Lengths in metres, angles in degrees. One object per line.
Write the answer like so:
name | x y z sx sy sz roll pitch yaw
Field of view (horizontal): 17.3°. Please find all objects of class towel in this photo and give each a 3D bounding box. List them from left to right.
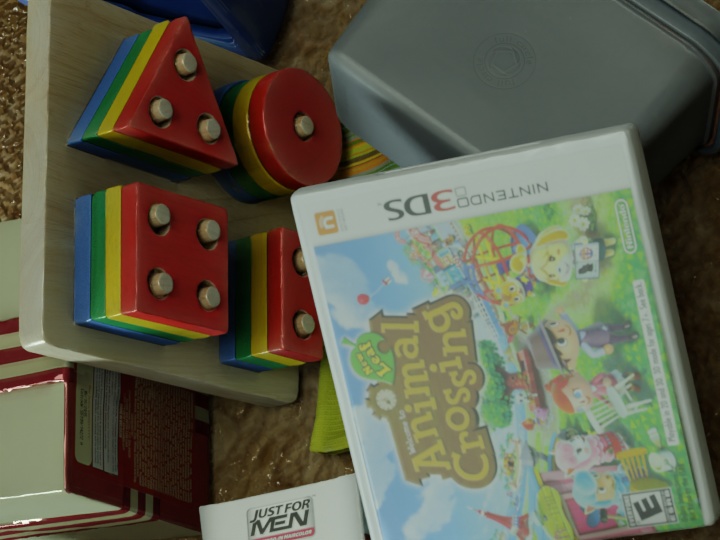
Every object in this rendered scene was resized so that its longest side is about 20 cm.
towel | 0.000 0.000 1.322 0.086 0.018 0.200 156 120 -63

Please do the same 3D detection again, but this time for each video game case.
video game case | 0.070 0.041 1.177 0.182 0.022 0.200 -10 98 23

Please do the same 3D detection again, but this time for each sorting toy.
sorting toy | -0.087 -0.042 1.292 0.070 0.200 0.199 -13 70 38

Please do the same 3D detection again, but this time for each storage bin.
storage bin | 0.084 -0.096 1.247 0.200 0.146 0.134 37 74 17

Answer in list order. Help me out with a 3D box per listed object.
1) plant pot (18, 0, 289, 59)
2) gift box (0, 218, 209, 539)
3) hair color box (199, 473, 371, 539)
plant pot | -0.138 -0.258 1.390 0.200 0.200 0.180 16 76 28
gift box | -0.209 0.061 1.336 0.187 0.200 0.185 -10 67 25
hair color box | -0.023 0.219 1.277 0.099 0.061 0.200 -14 71 22
